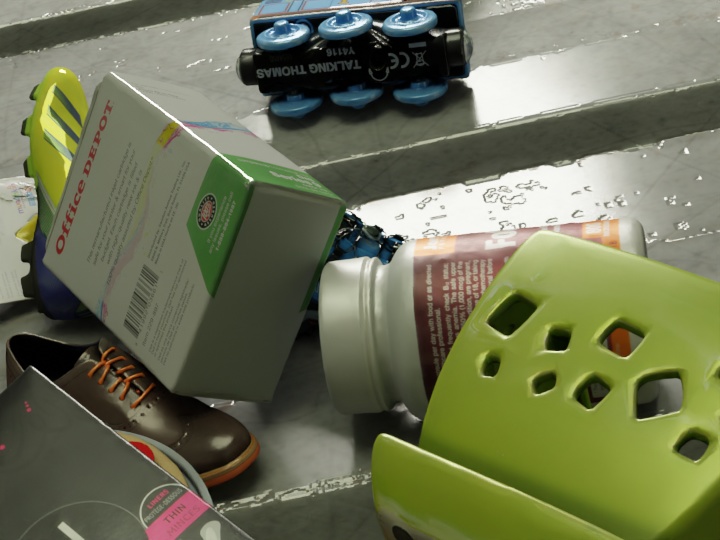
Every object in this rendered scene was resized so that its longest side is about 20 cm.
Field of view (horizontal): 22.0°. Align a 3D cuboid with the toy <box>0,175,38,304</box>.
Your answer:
[{"bbox_3d":[-0.309,-0.006,1.383,0.198,0.047,0.116,-13,56,-18],"label":"toy"}]

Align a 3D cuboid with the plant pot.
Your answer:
[{"bbox_3d":[0.126,0.128,0.915,0.198,0.201,0.181,20,52,40],"label":"plant pot"}]

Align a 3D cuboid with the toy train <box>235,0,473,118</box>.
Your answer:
[{"bbox_3d":[-0.002,-0.187,1.536,0.198,0.087,0.114,-5,27,12],"label":"toy train"}]

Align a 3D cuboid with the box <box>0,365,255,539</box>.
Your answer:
[{"bbox_3d":[-0.140,0.164,0.970,0.199,0.106,0.122,31,65,32],"label":"box"}]

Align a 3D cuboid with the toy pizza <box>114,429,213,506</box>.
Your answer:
[{"bbox_3d":[-0.182,0.164,1.078,0.198,0.032,0.201,-7,43,7],"label":"toy pizza"}]

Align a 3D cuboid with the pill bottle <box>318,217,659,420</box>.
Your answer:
[{"bbox_3d":[0.080,0.033,1.143,0.198,0.115,0.115,-6,33,10],"label":"pill bottle"}]

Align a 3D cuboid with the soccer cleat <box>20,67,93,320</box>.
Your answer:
[{"bbox_3d":[-0.204,-0.058,1.362,0.083,0.065,0.202,-8,66,10],"label":"soccer cleat"}]

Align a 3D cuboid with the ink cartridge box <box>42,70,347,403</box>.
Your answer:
[{"bbox_3d":[-0.114,-0.025,1.210,0.087,0.146,0.200,9,19,-41],"label":"ink cartridge box"}]

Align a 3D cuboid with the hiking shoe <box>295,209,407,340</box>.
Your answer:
[{"bbox_3d":[0.000,0.000,1.245,0.198,0.087,0.075,-2,34,16],"label":"hiking shoe"}]

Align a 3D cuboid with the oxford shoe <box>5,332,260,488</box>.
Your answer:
[{"bbox_3d":[-0.153,0.088,1.176,0.199,0.073,0.071,10,39,31],"label":"oxford shoe"}]
